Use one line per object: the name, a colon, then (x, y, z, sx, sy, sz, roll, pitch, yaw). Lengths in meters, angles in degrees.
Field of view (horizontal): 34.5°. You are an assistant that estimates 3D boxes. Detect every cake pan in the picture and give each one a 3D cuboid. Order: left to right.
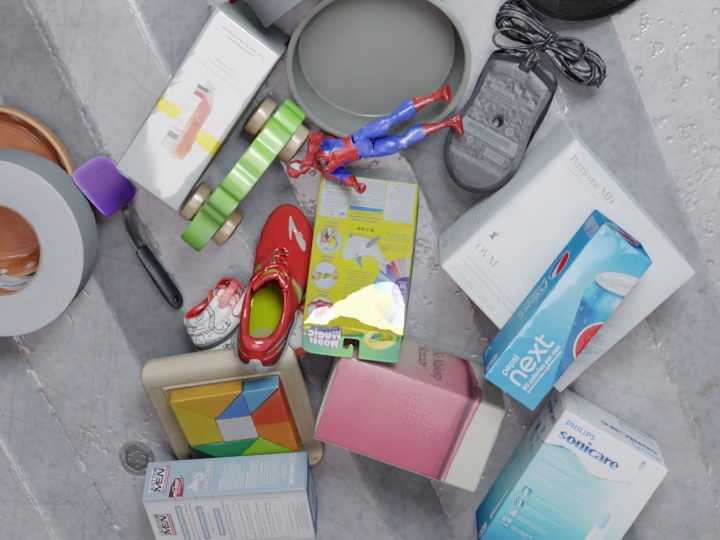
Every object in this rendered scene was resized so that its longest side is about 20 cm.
cake pan: (0.019, -0.225, 1.231, 0.196, 0.037, 0.202, -1, 135, -1)

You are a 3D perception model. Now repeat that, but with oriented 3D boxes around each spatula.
spatula: (-0.260, -0.040, 1.343, 0.020, 0.057, 0.202, -5, 120, 47)

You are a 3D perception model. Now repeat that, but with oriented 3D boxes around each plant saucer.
plant saucer: (-0.420, -0.091, 1.337, 0.196, 0.032, 0.204, 1, 107, 4)

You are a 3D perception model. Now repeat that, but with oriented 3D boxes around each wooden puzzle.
wooden puzzle: (-0.147, 0.174, 1.363, 0.181, 0.038, 0.202, -8, 131, 5)

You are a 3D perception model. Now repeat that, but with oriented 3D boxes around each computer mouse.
computer mouse: (0.166, -0.176, 1.270, 0.137, 0.053, 0.202, 34, 100, 7)

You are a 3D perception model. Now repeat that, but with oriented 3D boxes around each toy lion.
toy lion: (-0.127, -0.099, 1.235, 0.068, 0.192, 0.201, 38, 105, -8)

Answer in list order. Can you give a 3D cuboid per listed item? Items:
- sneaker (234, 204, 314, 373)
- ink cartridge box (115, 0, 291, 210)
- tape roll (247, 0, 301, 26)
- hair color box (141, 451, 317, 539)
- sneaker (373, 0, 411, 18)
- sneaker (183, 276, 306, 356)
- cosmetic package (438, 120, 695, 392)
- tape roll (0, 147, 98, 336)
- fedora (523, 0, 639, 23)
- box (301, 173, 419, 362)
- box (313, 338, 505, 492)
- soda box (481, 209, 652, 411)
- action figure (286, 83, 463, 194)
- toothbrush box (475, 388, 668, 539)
sneaker: (-0.090, 0.012, 1.282, 0.075, 0.085, 0.203, 10, 66, 0)
ink cartridge box: (-0.164, -0.181, 1.239, 0.083, 0.145, 0.201, 35, 106, -9)
tape roll: (-0.033, -0.328, 1.151, 0.199, 0.201, 0.067, -33, 103, 12)
hair color box: (-0.155, 0.279, 1.400, 0.196, 0.061, 0.100, -5, 130, 4)
sneaker: (0.090, -0.337, 1.226, 0.198, 0.072, 0.073, -33, 134, 6)
sneaker: (-0.108, 0.049, 1.342, 0.199, 0.067, 0.109, -26, 107, 13)
cosmetic package: (0.222, -0.017, 1.279, 0.200, 0.123, 0.199, -43, 100, 12)
tape roll: (-0.399, -0.032, 1.303, 0.196, 0.066, 0.204, 1, 106, 3)
fedora: (0.249, -0.337, 1.175, 0.197, 0.092, 0.204, -5, 114, -12)
box: (0.000, 0.000, 1.284, 0.115, 0.048, 0.204, 7, 73, 1)
box: (0.055, 0.153, 1.333, 0.197, 0.128, 0.111, 19, 106, -4)
soda box: (0.211, 0.041, 1.200, 0.067, 0.064, 0.201, 34, 106, -7)
action figure: (0.008, -0.126, 1.231, 0.197, 0.100, 0.066, -18, 120, 16)
toothbrush box: (0.247, 0.263, 1.378, 0.145, 0.085, 0.202, 28, 107, -5)
